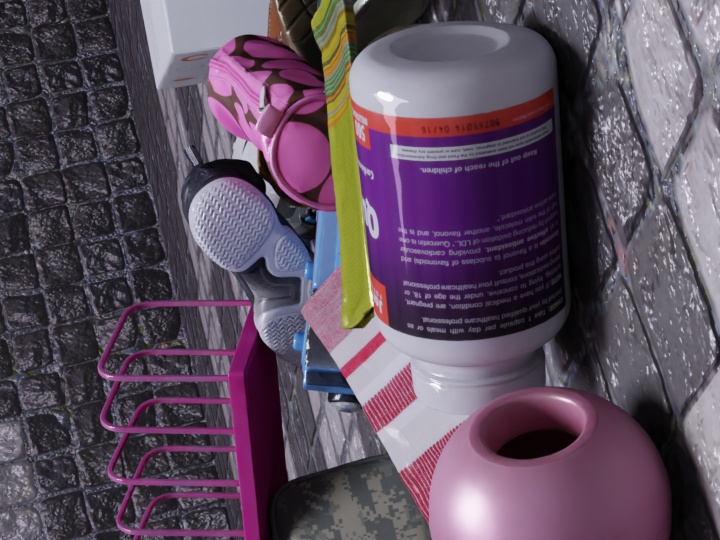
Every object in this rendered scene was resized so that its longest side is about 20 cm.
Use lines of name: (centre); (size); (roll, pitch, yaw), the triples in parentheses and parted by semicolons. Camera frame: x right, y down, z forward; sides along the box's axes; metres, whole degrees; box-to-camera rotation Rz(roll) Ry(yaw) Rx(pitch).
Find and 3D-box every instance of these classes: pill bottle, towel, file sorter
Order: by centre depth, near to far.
pill bottle: (0.057, -0.027, 0.965); (0.113, 0.111, 0.202); (-125, 27, -64)
towel: (-0.009, -0.069, 1.064); (0.086, 0.018, 0.202); (121, 145, -77)
towel: (0.037, 0.081, 1.126); (0.201, 0.023, 0.144); (59, 149, 10)
file sorter: (-0.133, 0.137, 1.419); (0.139, 0.124, 0.202); (-76, -16, -63)

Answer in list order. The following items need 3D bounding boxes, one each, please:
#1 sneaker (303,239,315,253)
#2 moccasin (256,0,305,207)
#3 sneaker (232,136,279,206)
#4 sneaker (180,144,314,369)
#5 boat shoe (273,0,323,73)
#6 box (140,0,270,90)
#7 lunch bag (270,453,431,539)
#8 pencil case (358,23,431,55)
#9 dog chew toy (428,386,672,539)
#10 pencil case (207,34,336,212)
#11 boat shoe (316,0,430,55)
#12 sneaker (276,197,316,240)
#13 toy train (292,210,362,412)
sneaker: (-0.012, 0.011, 1.447); (0.199, 0.077, 0.076); (29, 126, 48)
moccasin: (-0.060, -0.150, 1.436); (0.078, 0.073, 0.203); (30, -126, -43)
sneaker: (-0.072, -0.110, 1.655); (0.201, 0.076, 0.081); (92, 153, -54)
sneaker: (-0.074, -0.015, 1.369); (0.201, 0.075, 0.114); (55, -178, -36)
boat shoe: (-0.032, -0.188, 1.363); (0.068, 0.071, 0.202); (-163, 60, -75)
box: (-0.140, -0.247, 1.713); (0.200, 0.123, 0.098); (163, 96, -78)
lunch bag: (0.016, 0.269, 1.437); (0.168, 0.138, 0.202); (59, -164, -66)
pencil case: (0.038, -0.058, 1.121); (0.089, 0.077, 0.201); (35, 140, 39)
dog chew toy: (0.106, 0.161, 0.913); (0.125, 0.124, 0.201); (-122, 15, -61)
pencil case: (-0.052, -0.110, 1.226); (0.091, 0.093, 0.200); (-70, 23, 10)
boat shoe: (0.000, -0.182, 1.200); (0.067, 0.074, 0.199); (64, 176, 8)
sneaker: (-0.031, -0.067, 1.526); (0.200, 0.073, 0.083); (149, 126, -72)
toy train: (0.000, 0.000, 1.264); (0.114, 0.086, 0.202); (114, 161, -83)
